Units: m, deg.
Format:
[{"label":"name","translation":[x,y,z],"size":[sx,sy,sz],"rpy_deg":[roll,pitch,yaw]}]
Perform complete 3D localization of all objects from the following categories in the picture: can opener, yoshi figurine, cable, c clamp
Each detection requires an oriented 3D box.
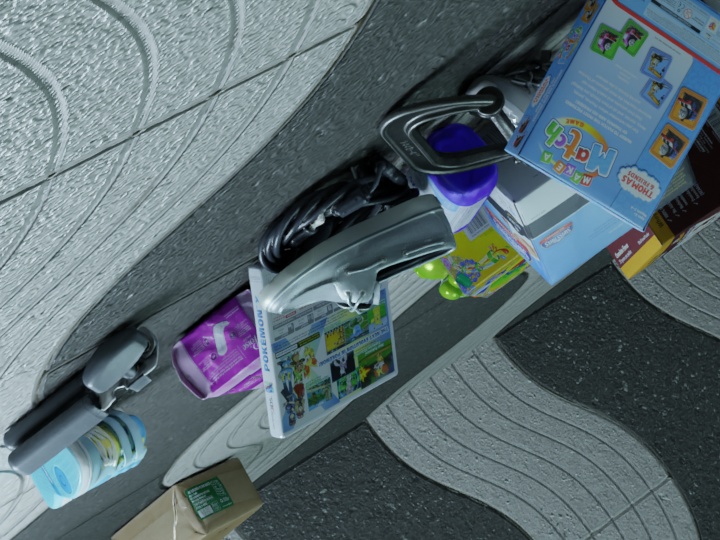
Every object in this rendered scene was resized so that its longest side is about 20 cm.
[{"label":"can opener","translation":[-0.275,0.118,1.657],"size":[0.199,0.054,0.067],"rpy_deg":[-37,138,16]},{"label":"yoshi figurine","translation":[0.124,-0.027,2.250],"size":[0.111,0.114,0.200],"rpy_deg":[4,-162,14]},{"label":"cable","translation":[-0.020,-0.045,1.685],"size":[0.163,0.051,0.200],"rpy_deg":[-36,171,5]},{"label":"c clamp","translation":[0.111,-0.127,1.582],"size":[0.169,0.027,0.200],"rpy_deg":[-12,162,22]}]

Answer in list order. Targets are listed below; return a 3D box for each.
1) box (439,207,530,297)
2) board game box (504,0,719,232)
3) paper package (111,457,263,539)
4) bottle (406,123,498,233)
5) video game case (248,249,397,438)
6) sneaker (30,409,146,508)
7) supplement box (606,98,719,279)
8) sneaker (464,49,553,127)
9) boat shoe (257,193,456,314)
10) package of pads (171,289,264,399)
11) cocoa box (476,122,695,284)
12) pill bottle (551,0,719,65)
[{"label":"box","translation":[0.182,-0.075,2.036],"size":[0.199,0.123,0.193],"rpy_deg":[-36,172,9]},{"label":"board game box","translation":[0.239,-0.158,1.538],"size":[0.201,0.150,0.037],"rpy_deg":[-61,-157,3]},{"label":"paper package","translation":[-0.291,0.425,2.939],"size":[0.190,0.104,0.199],"rpy_deg":[-41,168,27]},{"label":"bottle","translation":[0.084,-0.080,1.778],"size":[0.065,0.084,0.200],"rpy_deg":[-32,171,-18]},{"label":"video game case","translation":[-0.035,0.055,1.813],"size":[0.022,0.184,0.199],"rpy_deg":[6,-160,38]},{"label":"sneaker","translation":[-0.280,0.187,1.852],"size":[0.130,0.080,0.200],"rpy_deg":[-29,179,-24]},{"label":"supplement box","translation":[0.377,-0.137,2.180],"size":[0.199,0.198,0.133],"rpy_deg":[-31,170,-18]},{"label":"sneaker","translation":[0.159,-0.177,1.672],"size":[0.200,0.074,0.083],"rpy_deg":[-2,111,-65]},{"label":"boat shoe","translation":[0.000,0.000,1.649],"size":[0.199,0.072,0.070],"rpy_deg":[-28,168,-7]},{"label":"package of pads","translation":[-0.116,0.077,1.882],"size":[0.120,0.076,0.200],"rpy_deg":[-38,170,13]},{"label":"cocoa box","translation":[0.230,-0.111,1.834],"size":[0.199,0.133,0.132],"rpy_deg":[-34,131,-6]},{"label":"pill bottle","translation":[0.280,-0.223,1.616],"size":[0.200,0.111,0.111],"rpy_deg":[-47,171,-3]}]
